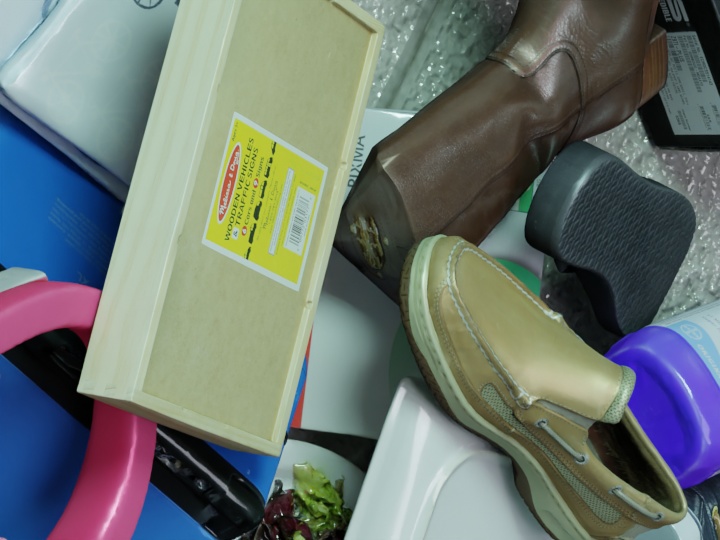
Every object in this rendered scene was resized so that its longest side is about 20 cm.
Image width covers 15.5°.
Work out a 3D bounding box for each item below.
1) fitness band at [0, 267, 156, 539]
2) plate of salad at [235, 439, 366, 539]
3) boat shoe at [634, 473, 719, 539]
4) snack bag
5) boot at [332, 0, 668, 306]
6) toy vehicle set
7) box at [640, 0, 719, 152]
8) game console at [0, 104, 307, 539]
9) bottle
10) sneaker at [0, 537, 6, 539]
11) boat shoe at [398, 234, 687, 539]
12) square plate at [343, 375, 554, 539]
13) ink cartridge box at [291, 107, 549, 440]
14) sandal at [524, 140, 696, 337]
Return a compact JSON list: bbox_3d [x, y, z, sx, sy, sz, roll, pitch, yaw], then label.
[{"bbox_3d":[-0.144,0.081,1.029,0.200,0.037,0.144,-30,121,-55],"label":"fitness band"},{"bbox_3d":[-0.042,0.179,1.245,0.200,0.048,0.200,-2,93,-36],"label":"plate of salad"},{"bbox_3d":[0.170,0.203,1.389,0.091,0.071,0.200,-20,117,-53],"label":"boat shoe"},{"bbox_3d":[-0.101,-0.147,1.124,0.200,0.021,0.189,38,89,-32],"label":"snack bag"},{"bbox_3d":[0.059,-0.095,1.218,0.200,0.064,0.186,-39,134,-25],"label":"boot"},{"bbox_3d":[-0.050,-0.030,1.109,0.124,0.026,0.200,30,71,-59],"label":"toy vehicle set"},{"bbox_3d":[0.202,-0.186,1.379,0.164,0.086,0.200,-34,112,-31],"label":"box"},{"bbox_3d":[-0.142,0.053,1.169,0.200,0.118,0.171,44,37,-21],"label":"game console"},{"bbox_3d":[0.202,0.055,1.387,0.200,0.065,0.084,-15,71,-49],"label":"bottle"},{"bbox_3d":[-0.183,0.107,1.070,0.079,0.095,0.200,-3,112,4],"label":"sneaker"},{"bbox_3d":[0.091,0.052,1.214,0.200,0.076,0.072,50,47,-39],"label":"boat shoe"},{"bbox_3d":[0.051,0.162,1.276,0.198,0.028,0.200,18,90,-53],"label":"square plate"},{"bbox_3d":[0.000,0.000,1.267,0.200,0.050,0.161,8,88,-38],"label":"ink cartridge box"},{"bbox_3d":[0.121,-0.022,1.314,0.076,0.043,0.200,-59,154,-6],"label":"sandal"}]
